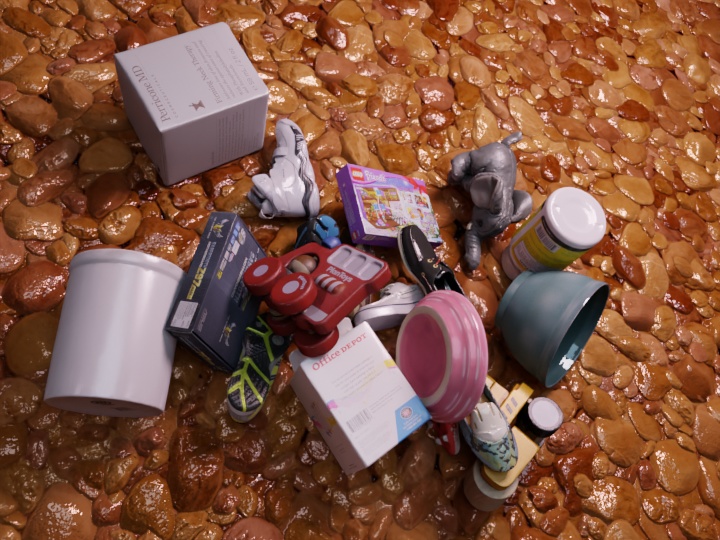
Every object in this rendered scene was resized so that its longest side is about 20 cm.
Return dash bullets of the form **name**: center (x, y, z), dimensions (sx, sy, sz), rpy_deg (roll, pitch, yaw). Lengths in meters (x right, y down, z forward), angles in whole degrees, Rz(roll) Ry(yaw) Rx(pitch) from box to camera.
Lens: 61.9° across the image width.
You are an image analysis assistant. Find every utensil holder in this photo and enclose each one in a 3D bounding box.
- **utensil holder**: center (-0.345, 0.094, 0.855), dimensions (0.168, 0.170, 0.202), rpy_deg (8, 66, -12)

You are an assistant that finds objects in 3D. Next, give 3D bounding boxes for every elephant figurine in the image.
- **elephant figurine**: center (0.251, -0.129, 1.130), dimensions (0.140, 0.156, 0.202), rpy_deg (-9, 60, -8)

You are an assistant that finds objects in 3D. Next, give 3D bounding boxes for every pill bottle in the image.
- **pill bottle**: center (0.341, -0.053, 1.090), dimensions (0.113, 0.200, 0.116), rpy_deg (6, 65, -12)

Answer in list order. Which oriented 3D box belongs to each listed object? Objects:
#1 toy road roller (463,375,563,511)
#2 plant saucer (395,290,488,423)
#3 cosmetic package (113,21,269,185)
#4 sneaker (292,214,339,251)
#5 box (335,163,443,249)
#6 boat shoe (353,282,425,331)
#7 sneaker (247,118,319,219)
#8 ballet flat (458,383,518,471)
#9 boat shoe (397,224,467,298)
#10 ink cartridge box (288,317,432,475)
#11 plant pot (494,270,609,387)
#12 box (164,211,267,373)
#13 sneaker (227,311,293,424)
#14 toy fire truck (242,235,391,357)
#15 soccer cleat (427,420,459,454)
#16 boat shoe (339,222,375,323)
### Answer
- **toy road roller**: center (0.213, 0.263, 0.965), dimensions (0.146, 0.123, 0.200), rpy_deg (37, 61, 20)
- **plant saucer**: center (0.113, 0.130, 0.919), dimensions (0.050, 0.200, 0.203), rpy_deg (5, 65, -28)
- **cosmetic package**: center (-0.287, -0.286, 1.041), dimensions (0.199, 0.167, 0.168), rpy_deg (-28, 76, -23)
- **sneaker**: center (-0.082, 0.009, 1.025), dimensions (0.073, 0.082, 0.202), rpy_deg (14, 79, -36)
- **box**: center (0.055, -0.110, 1.084), dimensions (0.199, 0.039, 0.138), rpy_deg (5, 63, -41)
- **boat shoe**: center (0.065, 0.052, 1.025), dimensions (0.198, 0.072, 0.066), rpy_deg (-12, 68, -33)
- **sneaker**: center (-0.150, -0.182, 1.082), dimensions (0.114, 0.075, 0.202), rpy_deg (-11, 73, -22)
- **ballet flat**: center (0.174, 0.202, 0.903), dimensions (0.073, 0.075, 0.201), rpy_deg (-9, 45, -19)
- **boat shoe**: center (0.128, 0.008, 1.015), dimensions (0.073, 0.063, 0.203), rpy_deg (-13, 73, -42)
- **ink cartridge box**: center (-0.013, 0.188, 0.927), dimensions (0.128, 0.125, 0.201), rpy_deg (-29, 77, -25)
- **plant pot**: center (0.320, 0.081, 1.046), dimensions (0.134, 0.201, 0.200), rpy_deg (32, 59, 30)
- **box**: center (-0.209, 0.036, 0.924), dimensions (0.050, 0.158, 0.202), rpy_deg (6, 61, 18)
- **sneaker**: center (-0.163, 0.146, 0.940), dimensions (0.075, 0.077, 0.201), rpy_deg (25, 44, -2)
- **toy fire truck**: center (-0.068, 0.020, 0.904), dimensions (0.168, 0.113, 0.199), rpy_deg (-40, 38, -21)
- **soccer cleat**: center (0.146, 0.200, 1.001), dimensions (0.084, 0.069, 0.202), rpy_deg (-7, 64, -14)
- **boat shoe**: center (0.000, 0.000, 1.055), dimensions (0.072, 0.072, 0.202), rpy_deg (21, 57, -33)
